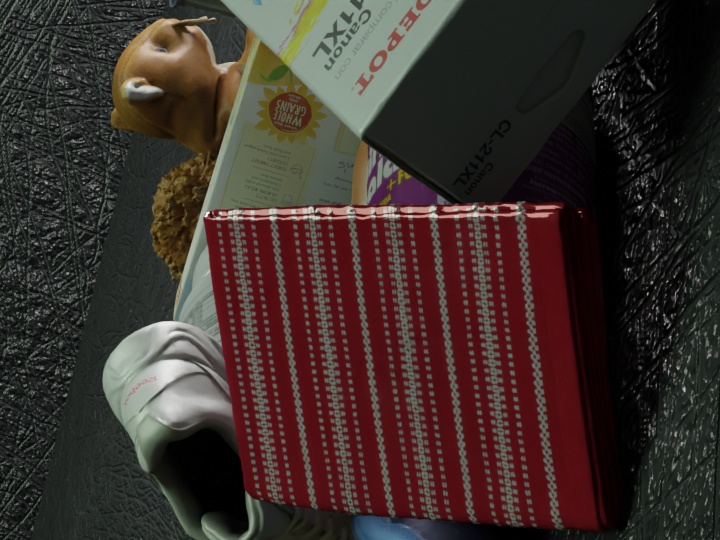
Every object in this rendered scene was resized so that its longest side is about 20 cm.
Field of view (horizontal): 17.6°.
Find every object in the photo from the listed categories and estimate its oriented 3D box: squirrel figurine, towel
[{"bbox_3d":[-0.090,-0.088,1.650,0.141,0.186,0.201,165,117,-76],"label":"squirrel figurine"},{"bbox_3d":[0.021,0.040,1.024,0.022,0.199,0.146,-23,-71,-52],"label":"towel"}]

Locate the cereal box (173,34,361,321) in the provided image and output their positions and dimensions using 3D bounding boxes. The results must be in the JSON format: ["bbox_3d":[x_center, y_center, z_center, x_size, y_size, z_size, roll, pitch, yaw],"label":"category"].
[{"bbox_3d":[-0.018,-0.041,1.378,0.040,0.143,0.201,-91,18,-59],"label":"cereal box"}]

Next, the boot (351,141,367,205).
[{"bbox_3d":[0.024,-0.119,1.236,0.201,0.073,0.155,-71,-23,-11],"label":"boot"}]

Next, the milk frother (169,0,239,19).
[{"bbox_3d":[-0.024,-0.146,1.403,0.180,0.187,0.201,168,115,-79],"label":"milk frother"}]

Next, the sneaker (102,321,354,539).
[{"bbox_3d":[-0.048,0.116,1.151,0.078,0.200,0.100,-44,28,19],"label":"sneaker"}]

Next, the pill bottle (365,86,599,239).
[{"bbox_3d":[0.058,-0.052,1.116,0.113,0.112,0.201,116,162,-47],"label":"pill bottle"}]

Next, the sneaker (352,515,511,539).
[{"bbox_3d":[0.040,0.083,1.127,0.200,0.074,0.083,-98,26,-56],"label":"sneaker"}]

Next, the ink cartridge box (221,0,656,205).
[{"bbox_3d":[0.027,-0.139,1.048,0.146,0.083,0.200,-52,38,7],"label":"ink cartridge box"}]

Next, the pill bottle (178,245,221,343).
[{"bbox_3d":[-0.047,0.061,1.297,0.200,0.113,0.114,-95,21,-57],"label":"pill bottle"}]
